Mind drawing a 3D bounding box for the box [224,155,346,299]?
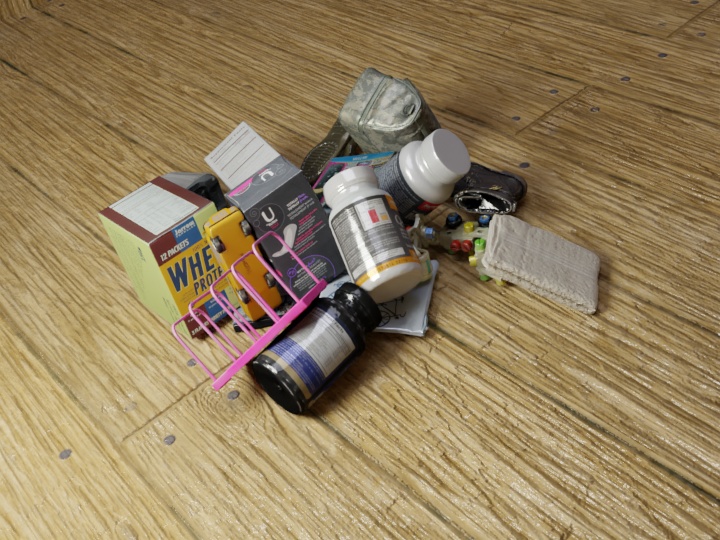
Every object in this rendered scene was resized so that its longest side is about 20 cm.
[{"bbox_3d":[-0.119,-0.070,1.575,0.121,0.202,0.106,-35,32,-10],"label":"box"}]

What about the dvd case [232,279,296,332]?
[{"bbox_3d":[-0.153,0.028,1.668,0.140,0.018,0.201,-10,36,4],"label":"dvd case"}]

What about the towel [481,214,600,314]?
[{"bbox_3d":[0.291,-0.011,1.502,0.197,0.035,0.134,24,43,-3],"label":"towel"}]

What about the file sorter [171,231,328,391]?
[{"bbox_3d":[-0.173,0.056,1.440,0.200,0.126,0.139,-42,2,17],"label":"file sorter"}]

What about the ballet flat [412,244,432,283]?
[{"bbox_3d":[0.042,-0.042,1.600,0.198,0.063,0.067,23,48,31],"label":"ballet flat"}]

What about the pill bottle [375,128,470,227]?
[{"bbox_3d":[0.095,-0.154,1.640,0.199,0.119,0.120,-37,16,43],"label":"pill bottle"}]

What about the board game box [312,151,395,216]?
[{"bbox_3d":[-0.022,-0.142,1.791,0.145,0.065,0.201,-3,36,29],"label":"board game box"}]

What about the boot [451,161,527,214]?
[{"bbox_3d":[0.201,-0.145,1.687,0.197,0.071,0.174,7,18,23],"label":"boot"}]

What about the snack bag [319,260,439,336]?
[{"bbox_3d":[0.029,0.038,1.573,0.196,0.022,0.190,3,41,12],"label":"snack bag"}]

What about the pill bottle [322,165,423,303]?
[{"bbox_3d":[0.016,-0.058,1.513,0.115,0.117,0.203,-19,71,-8],"label":"pill bottle"}]

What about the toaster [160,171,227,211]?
[{"bbox_3d":[-0.365,-0.112,1.840,0.128,0.115,0.200,11,45,35],"label":"toaster"}]

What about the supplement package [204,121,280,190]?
[{"bbox_3d":[-0.202,-0.184,1.851,0.117,0.117,0.200,-43,40,-2],"label":"supplement package"}]

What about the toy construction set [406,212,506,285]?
[{"bbox_3d":[0.176,-0.046,1.608,0.197,0.093,0.132,17,44,19],"label":"toy construction set"}]

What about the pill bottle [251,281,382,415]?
[{"bbox_3d":[-0.062,0.114,1.433,0.111,0.113,0.200,25,58,40],"label":"pill bottle"}]

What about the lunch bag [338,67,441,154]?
[{"bbox_3d":[0.079,-0.284,1.846,0.166,0.200,0.140,29,81,32],"label":"lunch bag"}]

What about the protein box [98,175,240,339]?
[{"bbox_3d":[-0.320,-0.027,1.625,0.134,0.201,0.199,-35,36,-24],"label":"protein box"}]

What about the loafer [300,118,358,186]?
[{"bbox_3d":[-0.050,-0.242,1.948,0.075,0.068,0.201,20,64,41],"label":"loafer"}]

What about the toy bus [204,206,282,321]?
[{"bbox_3d":[-0.195,-0.013,1.543,0.065,0.202,0.078,-31,35,-13],"label":"toy bus"}]
